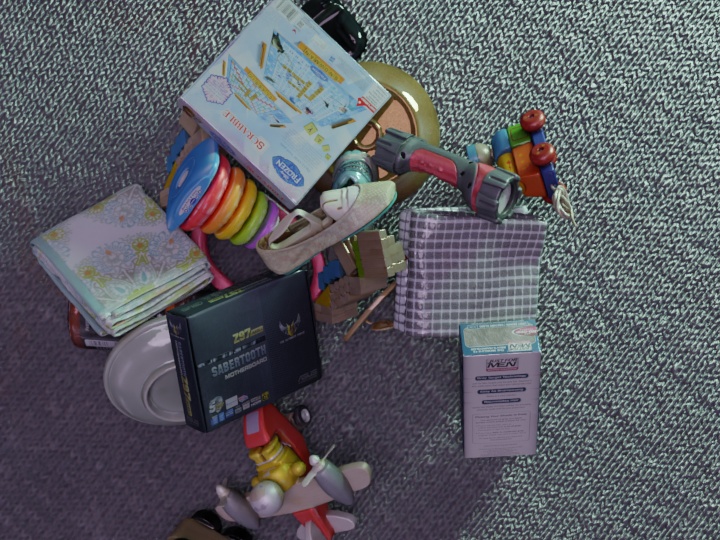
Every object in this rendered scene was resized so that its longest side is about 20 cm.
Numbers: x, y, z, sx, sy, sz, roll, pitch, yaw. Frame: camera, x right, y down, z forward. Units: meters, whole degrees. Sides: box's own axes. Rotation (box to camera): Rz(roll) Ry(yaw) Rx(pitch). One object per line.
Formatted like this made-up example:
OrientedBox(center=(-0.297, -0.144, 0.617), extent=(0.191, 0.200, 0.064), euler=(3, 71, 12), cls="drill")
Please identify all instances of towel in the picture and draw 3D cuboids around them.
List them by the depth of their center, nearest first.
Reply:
OrientedBox(center=(0.146, 0.002, 1.625), extent=(0.198, 0.085, 0.167), euler=(-1, 97, -21), cls="towel")
OrientedBox(center=(-0.311, -0.014, 1.638), extent=(0.170, 0.048, 0.200), euler=(-30, 57, -26), cls="towel")

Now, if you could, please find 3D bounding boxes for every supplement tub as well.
OrientedBox(center=(-0.281, 0.057, 1.676), extent=(0.198, 0.107, 0.108), euler=(3, 92, 3), cls="supplement tub")

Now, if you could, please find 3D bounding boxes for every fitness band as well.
OrientedBox(center=(-0.137, -0.020, 1.702), extent=(0.200, 0.037, 0.144), euler=(42, 96, 2), cls="fitness band")

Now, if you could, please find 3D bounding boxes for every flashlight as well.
OrientedBox(center=(0.105, -0.122, 1.594), extent=(0.199, 0.068, 0.069), euler=(24, 96, 28), cls="flashlight")

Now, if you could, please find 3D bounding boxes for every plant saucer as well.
OrientedBox(center=(-0.234, 0.144, 1.645), extent=(0.198, 0.050, 0.201), euler=(-11, 133, -11), cls="plant saucer")
OrientedBox(center=(0.008, -0.182, 1.687), extent=(0.198, 0.035, 0.202), euler=(0, 92, 4), cls="plant saucer")

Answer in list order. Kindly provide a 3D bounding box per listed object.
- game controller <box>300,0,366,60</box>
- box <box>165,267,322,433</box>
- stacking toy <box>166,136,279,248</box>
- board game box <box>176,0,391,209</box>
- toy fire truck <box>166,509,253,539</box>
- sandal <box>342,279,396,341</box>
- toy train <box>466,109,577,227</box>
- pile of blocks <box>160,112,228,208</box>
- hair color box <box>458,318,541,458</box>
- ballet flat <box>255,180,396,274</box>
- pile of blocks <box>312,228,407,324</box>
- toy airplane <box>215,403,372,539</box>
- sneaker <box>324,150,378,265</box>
OrientedBox(center=(-0.088, -0.278, 1.684), extent=(0.200, 0.042, 0.105), euler=(-40, 87, 4), cls="game controller")
OrientedBox(center=(-0.145, 0.097, 1.611), extent=(0.199, 0.051, 0.159), euler=(-22, 112, -38), cls="box")
OrientedBox(center=(-0.148, -0.070, 1.630), extent=(0.199, 0.110, 0.116), euler=(31, 111, -23), cls="stacking toy")
OrientedBox(center=(-0.096, -0.218, 1.610), extent=(0.200, 0.041, 0.200), euler=(43, 74, -6), cls="board game box")
OrientedBox(center=(-0.205, 0.458, 1.692), extent=(0.175, 0.129, 0.201), euler=(26, 117, 6), cls="toy fire truck")
OrientedBox(center=(0.069, 0.032, 1.671), extent=(0.070, 0.078, 0.212), euler=(40, 88, 2), cls="sandal")
OrientedBox(center=(0.202, -0.110, 1.609), extent=(0.115, 0.201, 0.085), euler=(-17, 133, 11), cls="toy train")
OrientedBox(center=(-0.207, -0.169, 1.687), extent=(0.062, 0.082, 0.201), euler=(12, 118, -40), cls="pile of blocks")
OrientedBox(center=(0.178, 0.155, 1.620), extent=(0.099, 0.061, 0.201), euler=(-4, 133, 1), cls="hair color box")
OrientedBox(center=(-0.047, -0.061, 1.569), extent=(0.199, 0.068, 0.062), euler=(-34, 123, 18), cls="ballet flat")
OrientedBox(center=(0.000, 0.000, 1.619), extent=(0.062, 0.200, 0.083), euler=(-16, 73, -39), cls="pile of blocks")
OrientedBox(center=(-0.095, 0.291, 1.654), extent=(0.198, 0.141, 0.201), euler=(28, 116, 18), cls="toy airplane")
OrientedBox(center=(-0.016, -0.051, 1.651), extent=(0.077, 0.086, 0.202), euler=(0, 111, 6), cls="sneaker")
